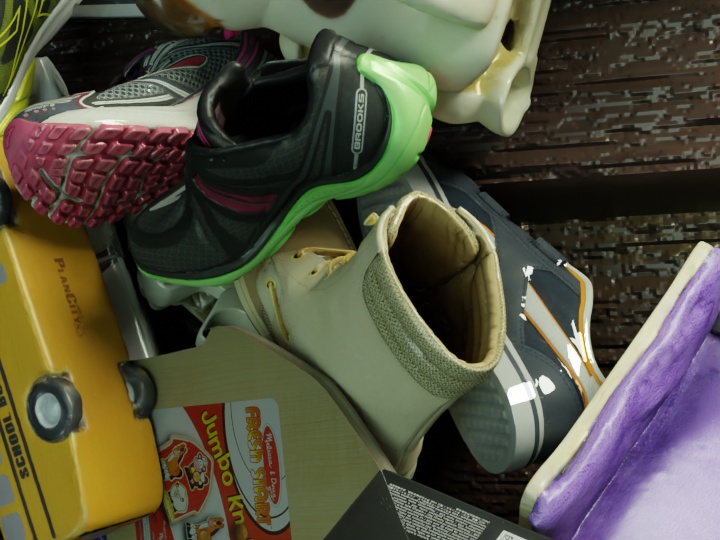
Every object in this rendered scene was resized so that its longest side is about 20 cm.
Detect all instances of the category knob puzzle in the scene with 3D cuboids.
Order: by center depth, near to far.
[{"bbox_3d":[-0.048,0.125,0.839,0.219,0.030,0.220,1,92,39],"label":"knob puzzle"}]

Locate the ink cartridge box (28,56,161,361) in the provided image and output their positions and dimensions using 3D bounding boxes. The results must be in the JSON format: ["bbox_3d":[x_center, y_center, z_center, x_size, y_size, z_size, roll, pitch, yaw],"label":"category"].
[{"bbox_3d":[-0.204,0.004,0.950,0.145,0.083,0.201,-20,84,-4],"label":"ink cartridge box"}]

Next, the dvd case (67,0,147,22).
[{"bbox_3d":[-0.152,-0.218,0.970,0.199,0.025,0.151,2,96,23],"label":"dvd case"}]

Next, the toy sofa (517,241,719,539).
[{"bbox_3d":[0.144,0.087,0.773,0.083,0.200,0.098,28,142,18],"label":"toy sofa"}]

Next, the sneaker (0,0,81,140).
[{"bbox_3d":[-0.191,-0.155,0.899,0.074,0.085,0.201,7,66,9],"label":"sneaker"}]

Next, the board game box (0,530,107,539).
[{"bbox_3d":[-0.176,0.216,1.011,0.200,0.057,0.165,45,112,13],"label":"board game box"}]

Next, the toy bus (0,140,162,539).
[{"bbox_3d":[-0.164,0.038,0.860,0.078,0.065,0.201,-25,81,31],"label":"toy bus"}]

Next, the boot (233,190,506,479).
[{"bbox_3d":[0.000,0.000,0.838,0.156,0.073,0.200,121,139,-50],"label":"boot"}]

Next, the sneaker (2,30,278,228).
[{"bbox_3d":[-0.108,-0.077,0.873,0.081,0.200,0.075,-44,75,33],"label":"sneaker"}]

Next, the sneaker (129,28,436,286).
[{"bbox_3d":[-0.050,-0.057,0.802,0.084,0.077,0.200,34,136,-25],"label":"sneaker"}]

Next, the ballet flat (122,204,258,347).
[{"bbox_3d":[-0.078,0.012,0.933,0.200,0.069,0.070,42,110,14],"label":"ballet flat"}]

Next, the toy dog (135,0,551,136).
[{"bbox_3d":[-0.013,-0.145,0.832,0.199,0.194,0.140,18,115,14],"label":"toy dog"}]

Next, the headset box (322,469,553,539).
[{"bbox_3d":[0.053,0.202,0.728,0.148,0.075,0.200,21,133,24],"label":"headset box"}]

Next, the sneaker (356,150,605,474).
[{"bbox_3d":[0.065,0.012,0.878,0.200,0.079,0.079,65,151,29],"label":"sneaker"}]
